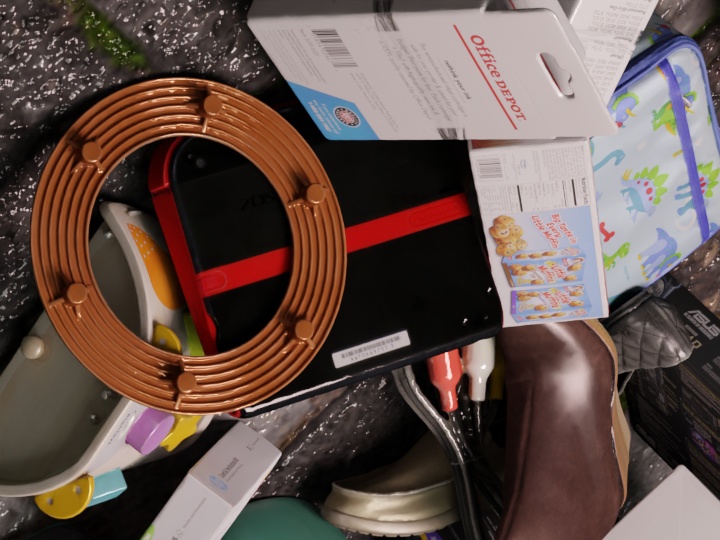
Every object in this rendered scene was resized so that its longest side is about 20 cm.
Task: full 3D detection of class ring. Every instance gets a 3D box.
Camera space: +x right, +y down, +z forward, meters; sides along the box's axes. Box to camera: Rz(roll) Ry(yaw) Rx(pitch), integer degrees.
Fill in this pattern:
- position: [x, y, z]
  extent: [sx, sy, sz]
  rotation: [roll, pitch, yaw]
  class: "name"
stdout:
- position: [-0.096, -0.016, 1.539]
  extent: [0.200, 0.019, 0.201]
  rotation: [4, 81, -25]
  class: "ring"

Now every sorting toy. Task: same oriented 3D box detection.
- position: [-0.135, 0.072, 1.642]
  extent: [0.200, 0.107, 0.180]
  rotation: [-55, 157, 13]
  class: "sorting toy"

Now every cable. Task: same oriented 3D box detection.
- position: [0.075, 0.111, 1.788]
  extent: [0.097, 0.050, 0.201]
  rotation: [-9, 89, -37]
  class: "cable"

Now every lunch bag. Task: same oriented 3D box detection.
- position: [0.166, -0.072, 1.752]
  extent: [0.160, 0.082, 0.200]
  rotation: [-34, 139, -14]
  class: "lunch bag"

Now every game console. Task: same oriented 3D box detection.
- position: [-0.020, -0.019, 1.604]
  extent: [0.199, 0.031, 0.178]
  rotation: [-17, 90, -26]
  class: "game console"

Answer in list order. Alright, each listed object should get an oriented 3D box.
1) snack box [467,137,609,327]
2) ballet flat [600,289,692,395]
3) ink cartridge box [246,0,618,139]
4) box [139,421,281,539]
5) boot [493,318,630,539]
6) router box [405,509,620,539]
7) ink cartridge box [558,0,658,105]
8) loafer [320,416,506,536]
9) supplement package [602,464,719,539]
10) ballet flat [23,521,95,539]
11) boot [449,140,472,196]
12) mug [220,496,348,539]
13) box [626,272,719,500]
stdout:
- position: [0.112, -0.028, 1.635]
  extent: [0.072, 0.024, 0.200]
  rotation: [-6, 147, 6]
  class: "snack box"
- position: [0.177, 0.073, 1.851]
  extent: [0.066, 0.057, 0.200]
  rotation: [-32, 168, -21]
  class: "ballet flat"
- position: [0.050, -0.135, 1.513]
  extent: [0.116, 0.199, 0.067]
  rotation: [55, 46, -45]
  class: "ink cartridge box"
- position: [-0.135, 0.201, 1.705]
  extent: [0.200, 0.041, 0.156]
  rotation: [-53, 178, 13]
  class: "box"
- position: [0.122, 0.123, 1.758]
  extent: [0.200, 0.072, 0.167]
  rotation: [59, 44, -39]
  class: "boot"
- position: [0.088, 0.245, 1.945]
  extent: [0.157, 0.052, 0.200]
  rotation: [-13, 144, -30]
  class: "router box"
- position: [0.109, -0.161, 1.603]
  extent: [0.068, 0.116, 0.201]
  rotation: [4, 121, -40]
  class: "ink cartridge box"
- position: [0.060, 0.138, 1.852]
  extent: [0.199, 0.076, 0.069]
  rotation: [-11, 100, -30]
  class: "loafer"
- position: [0.216, 0.272, 1.891]
  extent: [0.191, 0.147, 0.200]
  rotation: [-42, 161, -3]
  class: "supplement package"
- position: [-0.250, 0.227, 1.682]
  extent: [0.199, 0.073, 0.073]
  rotation: [-27, 136, -18]
  class: "ballet flat"
- position: [0.000, 0.000, 1.674]
  extent: [0.200, 0.074, 0.076]
  rotation: [-41, 152, -23]
  class: "boot"
- position: [-0.041, 0.248, 1.828]
  extent: [0.184, 0.114, 0.153]
  rotation: [-8, 128, -33]
  class: "mug"
- position: [0.260, 0.111, 1.887]
  extent: [0.043, 0.200, 0.161]
  rotation: [-29, 136, -15]
  class: "box"
